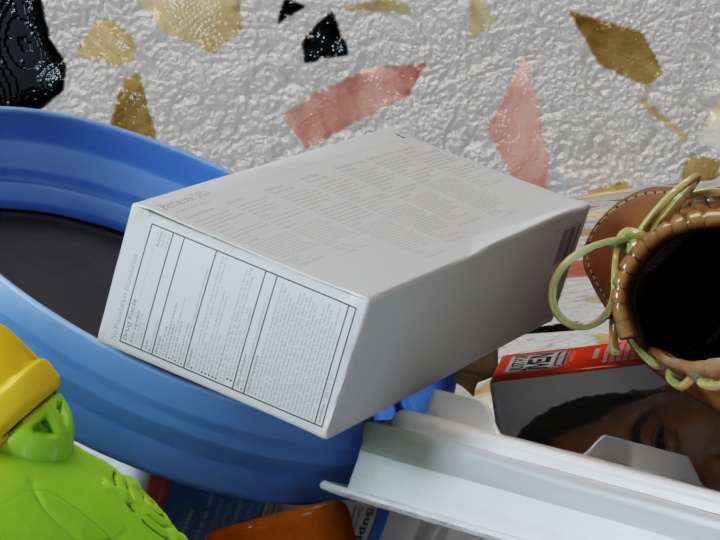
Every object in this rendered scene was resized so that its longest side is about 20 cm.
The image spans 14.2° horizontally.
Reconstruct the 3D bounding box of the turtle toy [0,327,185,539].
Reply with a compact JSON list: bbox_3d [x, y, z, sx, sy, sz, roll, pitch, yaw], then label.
[{"bbox_3d":[-0.113,0.116,0.774,0.101,0.146,0.200,-45,-2,37],"label":"turtle toy"}]

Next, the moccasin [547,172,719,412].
[{"bbox_3d":[0.111,0.009,0.934,0.074,0.078,0.201,-49,19,9],"label":"moccasin"}]

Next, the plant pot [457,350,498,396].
[{"bbox_3d":[-0.038,0.069,1.251,0.200,0.093,0.201,-3,-6,0],"label":"plant pot"}]

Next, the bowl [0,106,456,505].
[{"bbox_3d":[-0.065,0.011,0.968,0.200,0.039,0.201,23,20,-9],"label":"bowl"}]

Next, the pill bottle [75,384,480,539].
[{"bbox_3d":[-0.045,0.070,1.076,0.112,0.113,0.200,-2,-7,45],"label":"pill bottle"}]

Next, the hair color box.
[{"bbox_3d":[0.153,0.071,1.031,0.199,0.102,0.061,-8,7,9],"label":"hair color box"}]

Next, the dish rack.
[{"bbox_3d":[0.105,0.079,0.886,0.200,0.044,0.171,12,-3,40],"label":"dish rack"}]

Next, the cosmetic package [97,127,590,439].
[{"bbox_3d":[0.000,0.000,0.932,0.082,0.051,0.200,24,18,19],"label":"cosmetic package"}]

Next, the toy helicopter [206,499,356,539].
[{"bbox_3d":[-0.045,0.130,0.968,0.132,0.079,0.200,-16,-6,9],"label":"toy helicopter"}]
